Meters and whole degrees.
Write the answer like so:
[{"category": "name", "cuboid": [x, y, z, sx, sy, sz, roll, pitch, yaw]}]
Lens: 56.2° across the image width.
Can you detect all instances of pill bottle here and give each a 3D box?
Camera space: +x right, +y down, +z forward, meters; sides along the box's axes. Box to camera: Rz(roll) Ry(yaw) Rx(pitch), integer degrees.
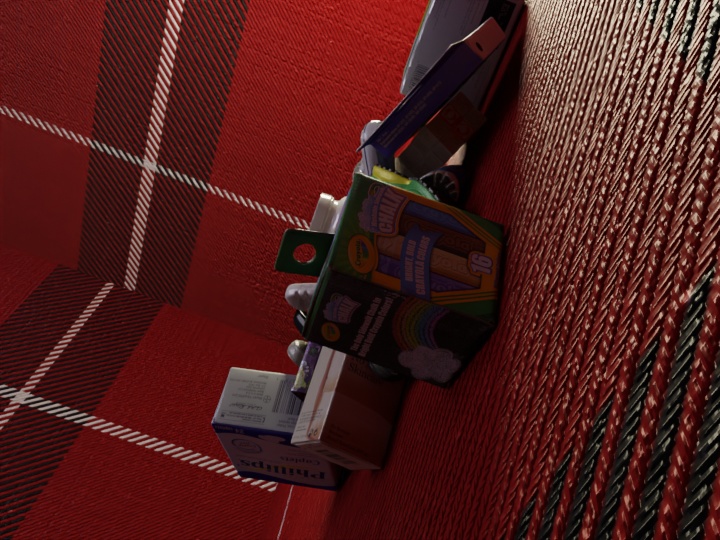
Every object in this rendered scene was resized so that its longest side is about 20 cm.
[{"category": "pill bottle", "cuboid": [0.003, -0.077, 1.322, 0.112, 0.198, 0.114, -160, 90, -86]}]

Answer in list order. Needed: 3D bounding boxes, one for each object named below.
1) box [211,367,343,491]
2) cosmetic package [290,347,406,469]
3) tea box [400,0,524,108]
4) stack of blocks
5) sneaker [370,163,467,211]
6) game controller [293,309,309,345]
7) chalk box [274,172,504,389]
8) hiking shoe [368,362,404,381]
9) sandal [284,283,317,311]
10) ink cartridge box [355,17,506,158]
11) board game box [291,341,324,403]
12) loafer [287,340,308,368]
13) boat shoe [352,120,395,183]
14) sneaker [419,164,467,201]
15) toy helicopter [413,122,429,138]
[{"category": "box", "cuboid": [-0.120, 0.261, 1.097, 0.201, 0.181, 0.106, 81, -162, -50]}, {"category": "cosmetic package", "cuboid": [-0.004, 0.148, 0.889, 0.087, 0.103, 0.202, -27, 41, 55]}, {"category": "tea box", "cuboid": [0.161, -0.382, 1.108, 0.197, 0.132, 0.202, -76, 7, -63]}, {"category": "stack of blocks", "cuboid": [0.115, -0.195, 1.043, 0.115, 0.059, 0.200, -48, 4, -21]}, {"category": "sneaker", "cuboid": [0.066, -0.071, 0.866, 0.200, 0.078, 0.086, 31, 95, 54]}, {"category": "game controller", "cuboid": [-0.040, 0.129, 1.092, 0.042, 0.105, 0.200, -35, -36, 5]}, {"category": "chalk box", "cuboid": [0.020, 0.004, 0.644, 0.125, 0.198, 0.125, 115, 174, -50]}, {"category": "hiking shoe", "cuboid": [0.071, 0.037, 0.848, 0.101, 0.075, 0.202, 143, 141, -62]}, {"category": "sandal", "cuboid": [-0.009, 0.026, 0.950, 0.083, 0.200, 0.050, 74, -160, -61]}, {"category": "ink cartridge box", "cuboid": [0.100, -0.242, 0.919, 0.198, 0.043, 0.200, -43, 3, 38]}, {"category": "board game box", "cuboid": [-0.029, 0.166, 0.995, 0.200, 0.032, 0.121, 54, -137, -49]}, {"category": "loafer", "cuboid": [-0.065, 0.189, 1.119, 0.070, 0.200, 0.070, -37, 37, 3]}, {"category": "boat shoe", "cuboid": [0.017, -0.137, 1.037, 0.074, 0.066, 0.202, -62, -31, -42]}, {"category": "sneaker", "cuboid": [0.089, -0.087, 0.993, 0.200, 0.079, 0.089, -37, 1, 44]}, {"category": "toy helicopter", "cuboid": [0.117, -0.197, 1.270, 0.201, 0.078, 0.133, -81, 11, -53]}]
